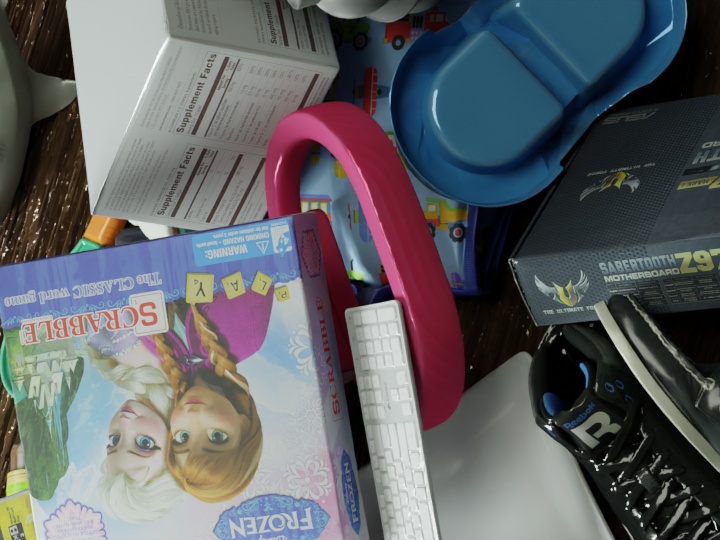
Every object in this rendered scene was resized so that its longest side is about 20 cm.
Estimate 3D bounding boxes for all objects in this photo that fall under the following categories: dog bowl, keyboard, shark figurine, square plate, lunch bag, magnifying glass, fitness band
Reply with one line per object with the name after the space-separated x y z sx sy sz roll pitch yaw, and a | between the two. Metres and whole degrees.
0.098 -0.118 1.236 0.111 0.050 0.200 46 76 -1 | dog bowl
0.024 0.118 1.196 0.056 0.011 0.201 -12 87 63 | keyboard
-0.247 -0.145 1.536 0.089 0.215 0.128 0 32 -4 | shark figurine
0.061 0.180 1.228 0.198 0.028 0.200 -38 53 21 | square plate
0.024 -0.070 1.326 0.150 0.094 0.201 5 79 34 | lunch bag
-0.192 0.001 1.487 0.079 0.022 0.200 22 84 39 | magnifying glass
0.000 0.000 1.244 0.200 0.037 0.144 69 155 7 | fitness band

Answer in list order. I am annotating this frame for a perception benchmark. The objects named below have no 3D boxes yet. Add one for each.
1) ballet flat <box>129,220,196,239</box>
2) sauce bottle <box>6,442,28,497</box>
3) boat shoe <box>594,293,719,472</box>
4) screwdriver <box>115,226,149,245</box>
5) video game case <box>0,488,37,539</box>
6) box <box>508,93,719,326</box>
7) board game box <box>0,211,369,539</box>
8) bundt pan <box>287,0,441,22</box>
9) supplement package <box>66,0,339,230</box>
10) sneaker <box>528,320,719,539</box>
-0.137 -0.077 1.429 0.069 0.069 0.200 -24 44 25 | ballet flat
-0.199 0.210 1.376 0.065 0.065 0.201 -11 70 31 | sauce bottle
0.205 0.078 1.109 0.066 0.074 0.199 -41 82 9 | boat shoe
-0.076 -0.019 1.421 0.199 0.029 0.028 0 70 25 | screwdriver
-0.122 0.209 1.300 0.180 0.025 0.201 -21 80 19 | video game case
0.199 -0.041 1.163 0.200 0.051 0.158 -7 32 34 | box
-0.106 0.079 1.255 0.199 0.041 0.200 -10 90 21 | board game box
-0.022 -0.210 1.252 0.202 0.201 0.076 45 127 38 | bundt pan
-0.105 -0.149 1.341 0.156 0.111 0.200 120 150 -41 | supplement package
0.148 0.111 1.148 0.073 0.112 0.200 -41 53 16 | sneaker
